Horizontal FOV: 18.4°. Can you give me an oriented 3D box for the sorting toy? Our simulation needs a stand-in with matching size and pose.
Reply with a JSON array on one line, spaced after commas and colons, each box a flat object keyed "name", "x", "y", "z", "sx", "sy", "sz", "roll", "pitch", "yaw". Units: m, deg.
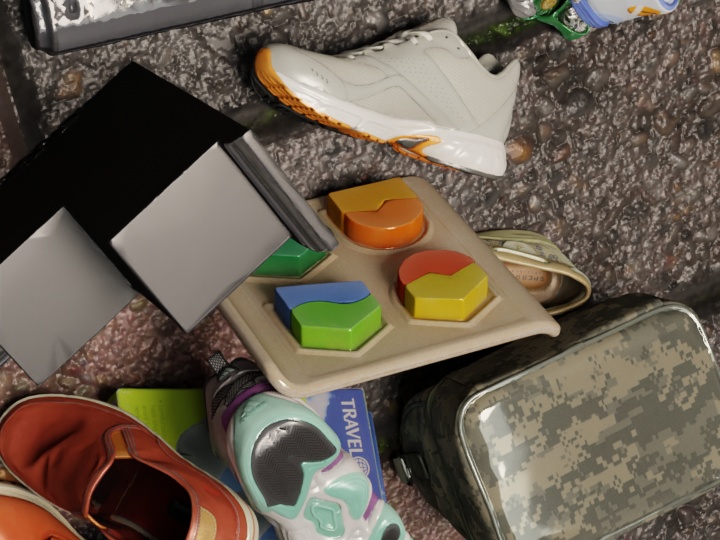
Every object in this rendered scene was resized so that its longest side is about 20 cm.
[{"name": "sorting toy", "x": 0.000, "y": 0.000, "z": 1.381, "sx": 0.199, "sy": 0.185, "sz": 0.037, "roll": -10, "pitch": 126, "yaw": -24}]

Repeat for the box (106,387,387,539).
[{"name": "box", "x": -0.064, "y": 0.139, "z": 1.438, "sx": 0.199, "sy": 0.048, "sz": 0.123, "roll": 1, "pitch": 66, "yaw": -26}]

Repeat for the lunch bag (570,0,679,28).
[{"name": "lunch bag", "x": 0.164, "y": -0.252, "z": 1.394, "sx": 0.161, "sy": 0.075, "sz": 0.200, "roll": 59, "pitch": 39, "yaw": -32}]

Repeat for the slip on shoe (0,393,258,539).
[{"name": "slip on shoe", "x": -0.151, "y": 0.126, "z": 1.346, "sx": 0.061, "sy": 0.199, "sz": 0.074, "roll": 19, "pitch": 96, "yaw": -57}]

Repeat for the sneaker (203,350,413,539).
[{"name": "sneaker", "x": -0.038, "y": 0.127, "z": 1.379, "sx": 0.078, "sy": 0.140, "sz": 0.201, "roll": -30, "pitch": 125, "yaw": -9}]

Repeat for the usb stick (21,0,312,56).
[{"name": "usb stick", "x": -0.109, "y": -0.176, "z": 1.360, "sx": 0.199, "sy": 0.033, "sz": 0.056, "roll": -15, "pitch": 112, "yaw": -21}]

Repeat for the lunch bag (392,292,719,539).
[{"name": "lunch bag", "x": 0.134, "y": 0.101, "z": 1.489, "sx": 0.199, "sy": 0.168, "sz": 0.140, "roll": -25, "pitch": 103, "yaw": -16}]

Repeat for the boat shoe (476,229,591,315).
[{"name": "boat shoe", "x": 0.058, "y": 0.007, "z": 1.480, "sx": 0.199, "sy": 0.063, "sz": 0.074, "roll": -7, "pitch": 109, "yaw": -24}]

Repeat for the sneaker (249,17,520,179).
[{"name": "sneaker", "x": 0.019, "y": -0.126, "z": 1.423, "sx": 0.199, "sy": 0.076, "sz": 0.092, "roll": 16, "pitch": 91, "yaw": -37}]

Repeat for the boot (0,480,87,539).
[{"name": "boot", "x": -0.190, "y": 0.202, "z": 1.397, "sx": 0.200, "sy": 0.107, "sz": 0.075, "roll": 34, "pitch": 92, "yaw": -28}]

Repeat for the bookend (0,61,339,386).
[{"name": "bookend", "x": -0.146, "y": -0.007, "z": 1.299, "sx": 0.199, "sy": 0.200, "sz": 0.092, "roll": -44, "pitch": 119, "yaw": -9}]

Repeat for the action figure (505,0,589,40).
[{"name": "action figure", "x": 0.102, "y": -0.232, "z": 1.437, "sx": 0.118, "sy": 0.055, "sz": 0.200, "roll": -39, "pitch": 123, "yaw": -13}]
